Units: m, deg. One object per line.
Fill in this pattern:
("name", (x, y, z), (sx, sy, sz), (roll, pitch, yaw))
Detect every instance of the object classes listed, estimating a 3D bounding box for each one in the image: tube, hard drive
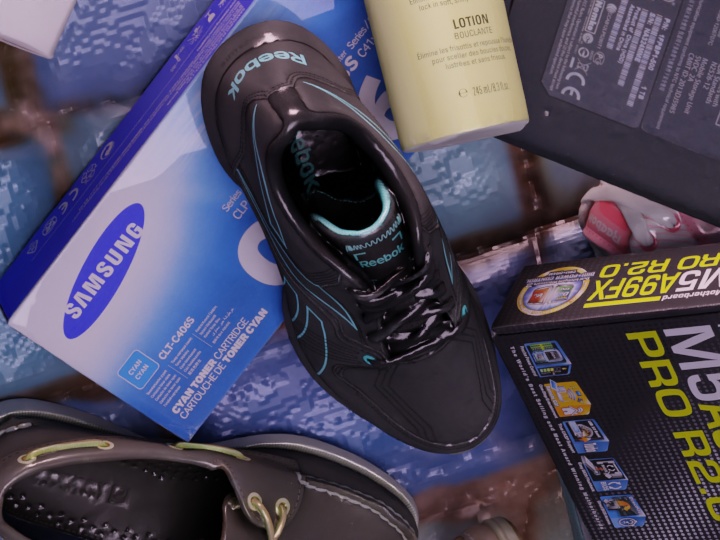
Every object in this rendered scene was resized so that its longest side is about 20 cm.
("tube", (0.017, -0.146, 1.128), (0.052, 0.058, 0.200), (-13, 88, 21))
("hard drive", (0.153, -0.080, 1.134), (0.200, 0.033, 0.140), (22, 123, 9))

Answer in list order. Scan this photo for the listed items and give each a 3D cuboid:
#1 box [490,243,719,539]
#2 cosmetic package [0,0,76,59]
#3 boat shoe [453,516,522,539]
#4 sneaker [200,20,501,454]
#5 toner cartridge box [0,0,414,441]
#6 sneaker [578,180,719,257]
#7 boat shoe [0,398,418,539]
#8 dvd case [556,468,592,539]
("box", (0.163, 0.079, 1.198), (0.160, 0.044, 0.200), (-6, 126, 33))
("cosmetic package", (-0.117, -0.191, 1.073), (0.085, 0.108, 0.200), (20, 104, -22))
("boat shoe", (0.028, 0.199, 1.273), (0.065, 0.072, 0.200), (5, 113, -18))
("sneaker", (0.000, 0.000, 1.142), (0.075, 0.079, 0.200), (-33, 117, -3))
("toner cartridge box", (-0.048, -0.038, 1.180), (0.095, 0.043, 0.200), (35, 96, -23))
("sneaker", (0.143, -0.053, 1.210), (0.105, 0.075, 0.200), (-12, 116, -17))
("boat shoe", (-0.066, 0.103, 1.216), (0.202, 0.060, 0.072), (12, 105, -19))
("dvd case", (0.190, 0.092, 1.305), (0.200, 0.022, 0.146), (-18, 113, -7))
